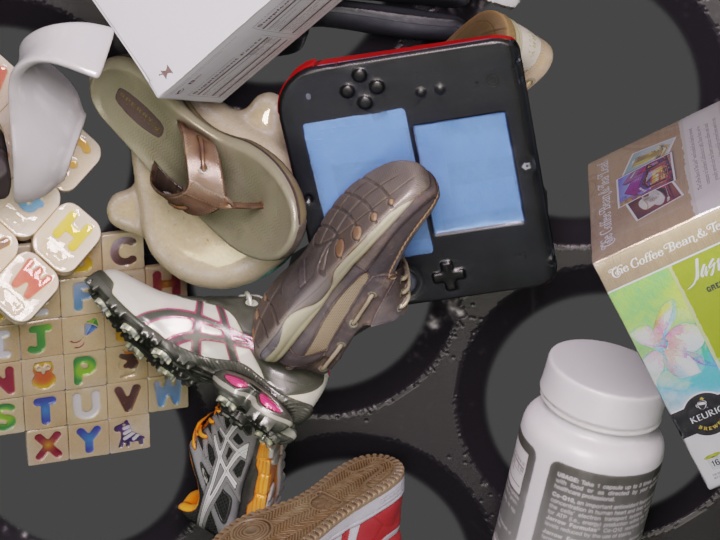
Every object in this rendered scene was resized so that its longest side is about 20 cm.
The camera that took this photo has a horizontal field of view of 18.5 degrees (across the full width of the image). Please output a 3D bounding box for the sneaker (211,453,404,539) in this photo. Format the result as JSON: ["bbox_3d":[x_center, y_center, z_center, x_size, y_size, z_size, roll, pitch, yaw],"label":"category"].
[{"bbox_3d":[-0.040,0.233,1.728,0.071,0.199,0.113,25,129,42],"label":"sneaker"}]

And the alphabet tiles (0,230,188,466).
[{"bbox_3d":[-0.215,0.062,1.712,0.165,0.006,0.201,-7,121,-15],"label":"alphabet tiles"}]

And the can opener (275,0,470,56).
[{"bbox_3d":[-0.018,-0.198,1.608,0.198,0.079,0.064,-1,74,2],"label":"can opener"}]

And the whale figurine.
[{"bbox_3d":[-0.119,-0.082,1.649,0.159,0.104,0.201,-35,83,7],"label":"whale figurine"}]

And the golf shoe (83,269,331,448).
[{"bbox_3d":[-0.114,0.049,1.664,0.199,0.077,0.088,34,75,8],"label":"golf shoe"}]

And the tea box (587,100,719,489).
[{"bbox_3d":[0.262,0.010,1.587,0.133,0.200,0.197,-26,109,15],"label":"tea box"}]

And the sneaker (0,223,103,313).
[{"bbox_3d":[-0.269,-0.019,1.685,0.199,0.076,0.071,33,111,-9],"label":"sneaker"}]

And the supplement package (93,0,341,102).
[{"bbox_3d":[-0.117,-0.242,1.522,0.156,0.111,0.201,-38,80,18],"label":"supplement package"}]

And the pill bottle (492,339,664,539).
[{"bbox_3d":[0.171,0.164,1.706,0.113,0.114,0.201,12,113,-1],"label":"pill bottle"}]

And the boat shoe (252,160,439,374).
[{"bbox_3d":[0.000,0.000,1.576,0.073,0.075,0.200,27,127,-23],"label":"boat shoe"}]

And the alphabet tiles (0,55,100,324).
[{"bbox_3d":[-0.294,-0.058,1.635,0.200,0.015,0.196,42,71,-4],"label":"alphabet tiles"}]

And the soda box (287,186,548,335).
[{"bbox_3d":[0.042,-0.025,1.664,0.199,0.063,0.071,-31,106,15],"label":"soda box"}]

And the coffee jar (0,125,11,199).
[{"bbox_3d":[-0.322,-0.132,1.580,0.104,0.085,0.201,-19,72,-13],"label":"coffee jar"}]

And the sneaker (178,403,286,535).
[{"bbox_3d":[-0.096,0.129,1.736,0.077,0.078,0.201,15,111,10],"label":"sneaker"}]

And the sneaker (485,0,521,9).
[{"bbox_3d":[0.056,-0.266,1.559,0.200,0.080,0.086,36,100,-16],"label":"sneaker"}]

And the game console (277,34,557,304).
[{"bbox_3d":[0.041,-0.067,1.580,0.176,0.031,0.201,-6,120,12],"label":"game console"}]

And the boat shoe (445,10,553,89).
[{"bbox_3d":[0.056,-0.113,1.621,0.065,0.072,0.200,20,133,-41],"label":"boat shoe"}]

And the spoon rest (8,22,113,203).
[{"bbox_3d":[-0.221,-0.117,1.555,0.060,0.100,0.200,20,152,-9],"label":"spoon rest"}]

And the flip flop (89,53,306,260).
[{"bbox_3d":[-0.122,-0.075,1.552,0.200,0.058,0.081,42,126,11],"label":"flip flop"}]
